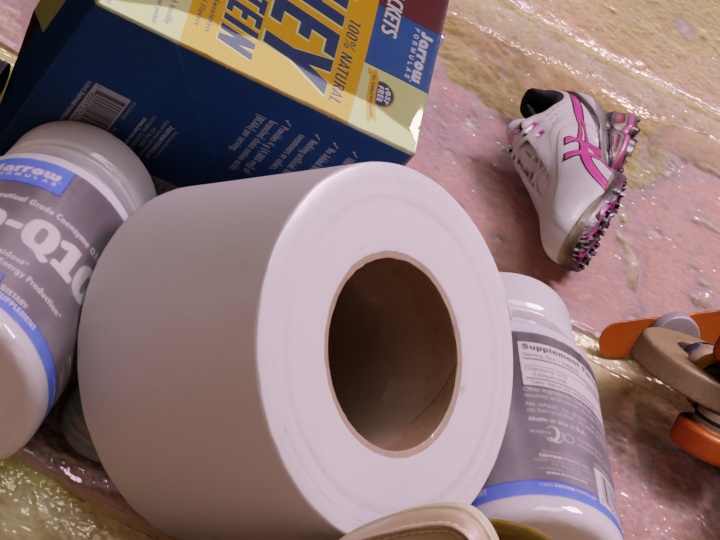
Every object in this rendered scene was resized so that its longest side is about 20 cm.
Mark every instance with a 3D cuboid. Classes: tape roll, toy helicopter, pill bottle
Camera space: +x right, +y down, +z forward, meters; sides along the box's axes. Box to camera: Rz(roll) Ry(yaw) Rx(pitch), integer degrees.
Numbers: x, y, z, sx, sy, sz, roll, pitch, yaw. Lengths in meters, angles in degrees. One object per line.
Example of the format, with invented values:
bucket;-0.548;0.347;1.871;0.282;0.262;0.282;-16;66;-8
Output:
tape roll;-0.032;0.047;1.335;0.203;0.139;0.203;6;82;-46
toy helicopter;0.247;0.069;1.655;0.132;0.079;0.200;35;16;37
pill bottle;-0.189;0.006;1.366;0.114;0.114;0.200;31;37;-2
pill bottle;0.085;0.103;1.444;0.114;0.114;0.200;17;39;-20

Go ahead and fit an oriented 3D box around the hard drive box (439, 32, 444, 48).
hard drive box;-0.046;-0.195;1.671;0.156;0.077;0.200;16;29;-22

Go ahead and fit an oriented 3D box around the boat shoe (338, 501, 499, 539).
boat shoe;-0.023;0.175;1.229;0.072;0.200;0.065;67;17;7

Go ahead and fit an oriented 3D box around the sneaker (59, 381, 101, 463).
sneaker;-0.088;0.040;1.427;0.074;0.082;0.200;39;37;7

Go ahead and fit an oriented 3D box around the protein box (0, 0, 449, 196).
protein box;-0.087;-0.114;1.474;0.200;0.199;0.135;24;54;-16

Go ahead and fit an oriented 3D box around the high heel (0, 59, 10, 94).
high heel;-0.307;-0.098;1.445;0.142;0.071;0.200;26;36;5

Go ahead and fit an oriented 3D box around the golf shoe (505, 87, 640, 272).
golf shoe;0.136;-0.064;1.722;0.092;0.073;0.200;24;27;-2

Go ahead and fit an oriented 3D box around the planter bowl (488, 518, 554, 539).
planter bowl;0.038;0.226;1.274;0.084;0.200;0.200;60;25;-30
